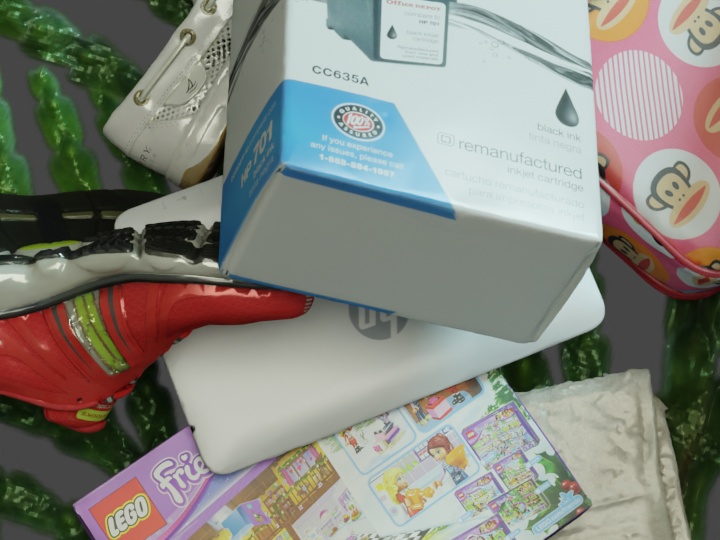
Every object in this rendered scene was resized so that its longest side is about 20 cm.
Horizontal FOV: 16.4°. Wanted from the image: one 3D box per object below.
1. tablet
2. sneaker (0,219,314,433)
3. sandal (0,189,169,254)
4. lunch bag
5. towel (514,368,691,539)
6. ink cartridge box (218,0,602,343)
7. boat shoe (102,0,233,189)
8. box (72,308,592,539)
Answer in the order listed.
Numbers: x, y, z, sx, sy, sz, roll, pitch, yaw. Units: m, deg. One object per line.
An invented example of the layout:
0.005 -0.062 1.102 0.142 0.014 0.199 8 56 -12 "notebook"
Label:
0.000 0.000 1.143 0.199 0.014 0.131 -21 79 -9 "tablet"
-0.112 0.028 1.102 0.198 0.077 0.086 -7 100 11 "sneaker"
-0.135 0.002 1.182 0.199 0.080 0.058 4 119 -10 "sandal"
0.184 -0.090 1.211 0.176 0.082 0.200 42 78 5 "lunch bag"
0.058 0.125 1.182 0.198 0.034 0.134 -8 77 -5 "towel"
0.021 -0.083 1.089 0.145 0.086 0.201 13 53 -16 "ink cartridge box"
-0.062 -0.140 1.210 0.069 0.071 0.201 27 79 0 "boat shoe"
-0.013 0.109 1.144 0.199 0.039 0.137 -33 81 -9 "box"
